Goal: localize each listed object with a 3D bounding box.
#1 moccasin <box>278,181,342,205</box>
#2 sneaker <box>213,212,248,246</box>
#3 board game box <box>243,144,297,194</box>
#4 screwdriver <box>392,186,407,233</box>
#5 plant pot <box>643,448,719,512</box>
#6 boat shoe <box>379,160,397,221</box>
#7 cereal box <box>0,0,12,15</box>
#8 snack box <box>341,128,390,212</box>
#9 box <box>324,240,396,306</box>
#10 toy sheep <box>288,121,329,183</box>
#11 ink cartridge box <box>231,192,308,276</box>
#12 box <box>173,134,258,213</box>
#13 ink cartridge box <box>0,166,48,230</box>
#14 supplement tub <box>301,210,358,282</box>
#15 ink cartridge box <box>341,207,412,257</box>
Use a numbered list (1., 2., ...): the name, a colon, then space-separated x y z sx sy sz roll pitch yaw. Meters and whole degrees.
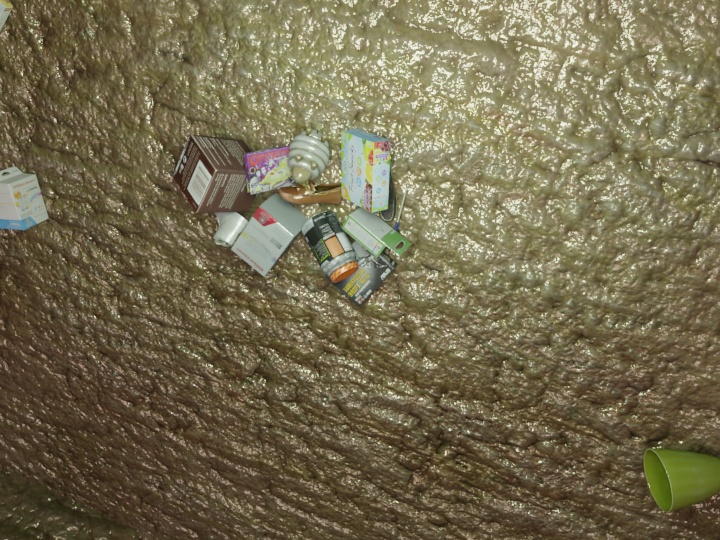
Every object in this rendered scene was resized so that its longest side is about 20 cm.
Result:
1. moccasin: -0.150 -0.243 1.631 0.197 0.074 0.079 2 127 -7
2. sneaker: -0.451 -0.145 1.740 0.074 0.199 0.116 40 81 -39
3. board game box: -0.253 -0.308 1.609 0.032 0.198 0.122 25 127 47
4. screwdriver: 0.115 -0.164 1.647 0.029 0.028 0.203 0 122 -15
5. plant pot: 1.042 0.652 1.693 0.196 0.188 0.190 -9 114 5
6. boat shoe: 0.068 -0.238 1.605 0.072 0.065 0.203 -2 115 17
7. cereal box: -1.228 -0.842 1.728 0.199 0.040 0.144 -35 102 28
8. snack box: 0.012 -0.292 1.547 0.168 0.067 0.203 36 131 47
9. box: 0.000 0.000 1.754 0.158 0.048 0.200 40 120 -5
10. toy sheep: -0.149 -0.348 1.571 0.136 0.138 0.203 22 77 5
11. ink cartridge box: -0.293 -0.116 1.732 0.145 0.145 0.200 40 120 -6
12. box: -0.427 -0.291 1.628 0.165 0.198 0.167 50 123 23
13. ink cartridge box: -1.276 -0.270 1.973 0.123 0.129 0.203 6 118 14
14. supplement tub: -0.092 -0.073 1.668 0.122 0.122 0.202 -35 77 28
15. ink cartridge box: 0.050 -0.105 1.633 0.199 0.104 0.060 39 125 8
